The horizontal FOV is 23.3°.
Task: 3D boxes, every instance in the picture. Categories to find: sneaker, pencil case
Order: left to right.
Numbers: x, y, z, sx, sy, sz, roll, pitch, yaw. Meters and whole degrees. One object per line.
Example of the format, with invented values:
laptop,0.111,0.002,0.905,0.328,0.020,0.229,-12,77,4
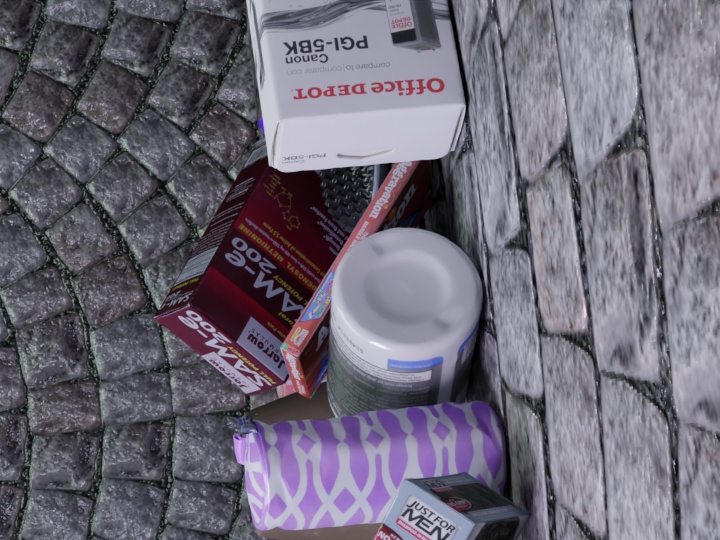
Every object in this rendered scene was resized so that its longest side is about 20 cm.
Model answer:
pencil case,0.007,0.140,1.269,0.086,0.199,0.085,-132,42,-68
sneaker,0.018,-0.127,1.453,0.070,0.090,0.202,-16,74,48

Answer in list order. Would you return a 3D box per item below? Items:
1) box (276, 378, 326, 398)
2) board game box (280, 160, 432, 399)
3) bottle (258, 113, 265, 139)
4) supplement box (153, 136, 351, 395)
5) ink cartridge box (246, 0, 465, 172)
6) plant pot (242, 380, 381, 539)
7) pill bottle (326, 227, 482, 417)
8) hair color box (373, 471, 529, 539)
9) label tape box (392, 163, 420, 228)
box,-0.054,0.118,2.153,0.200,0.102,0.095,-106,12,-61
board game box,0.000,0.000,1.391,0.201,0.019,0.103,-58,-16,-17
bottle,-0.056,-0.090,1.608,0.084,0.065,0.201,114,150,-82
supplement box,-0.073,-0.011,1.435,0.061,0.109,0.201,-21,35,52
ink cartridge box,-0.008,-0.187,1.320,0.083,0.146,0.201,106,156,-67
plant pot,-0.016,0.178,1.588,0.200,0.173,0.202,173,90,-83
pill bottle,0.030,0.068,1.352,0.201,0.113,0.114,95,167,-55
hair color box,0.030,0.239,1.182,0.099,0.060,0.201,7,-69,-63
label tape box,0.016,-0.041,1.590,0.144,0.063,0.201,104,160,-72
